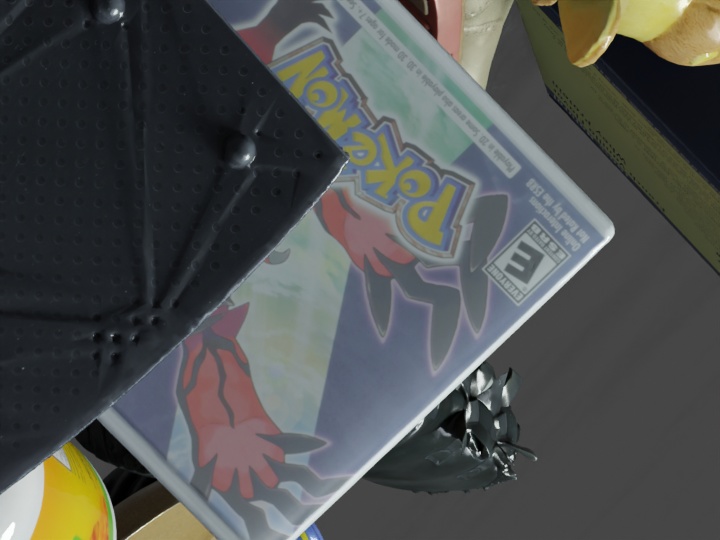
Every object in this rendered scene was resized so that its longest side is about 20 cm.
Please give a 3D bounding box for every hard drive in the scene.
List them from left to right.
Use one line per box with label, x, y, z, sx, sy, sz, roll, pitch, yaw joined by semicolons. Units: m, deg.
hard drive;-0.116;-0.017;0.745;0.200;0.135;0.042;-42;-176;8

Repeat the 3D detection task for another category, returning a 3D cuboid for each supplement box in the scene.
supplement box;0.193;-0.095;1.071;0.134;0.200;0.200;-40;161;-1

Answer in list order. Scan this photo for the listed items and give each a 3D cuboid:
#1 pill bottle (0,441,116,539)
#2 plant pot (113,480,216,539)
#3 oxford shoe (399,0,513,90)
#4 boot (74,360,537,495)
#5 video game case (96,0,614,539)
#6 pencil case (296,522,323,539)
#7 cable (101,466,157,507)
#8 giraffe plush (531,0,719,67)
pill bottle;-0.177;0.096;0.903;0.111;0.111;0.200;-40;162;-5
plant pot;-0.126;0.168;1.166;0.200;0.027;0.200;-39;161;-16
oxford shoe;0.042;-0.106;0.955;0.075;0.070;0.200;-42;164;-17
boot;-0.024;0.072;1.067;0.198;0.073;0.162;-4;167;21
video game case;-0.043;-0.023;0.773;0.182;0.200;0.023;-44;-175;8
pencil case;-0.115;0.212;1.351;0.200;0.078;0.087;-32;158;-27
cable;-0.080;0.126;1.268;0.163;0.051;0.200;-47;162;17
giraffe plush;0.152;-0.151;0.918;0.162;0.200;0.173;-40;-178;23
